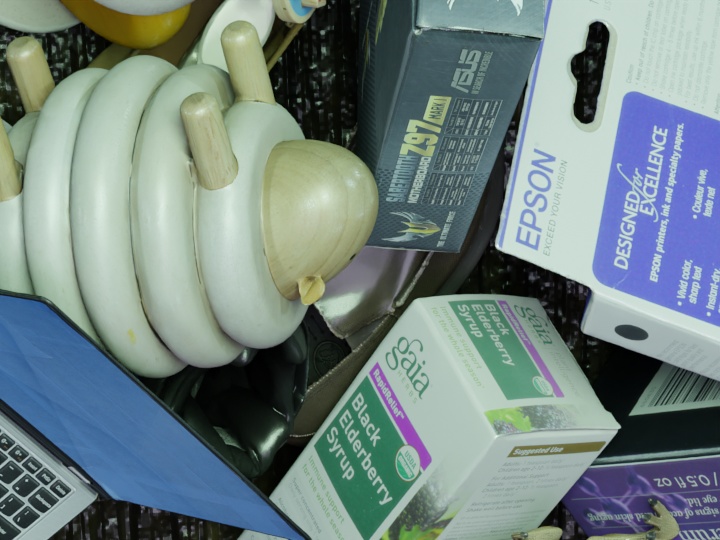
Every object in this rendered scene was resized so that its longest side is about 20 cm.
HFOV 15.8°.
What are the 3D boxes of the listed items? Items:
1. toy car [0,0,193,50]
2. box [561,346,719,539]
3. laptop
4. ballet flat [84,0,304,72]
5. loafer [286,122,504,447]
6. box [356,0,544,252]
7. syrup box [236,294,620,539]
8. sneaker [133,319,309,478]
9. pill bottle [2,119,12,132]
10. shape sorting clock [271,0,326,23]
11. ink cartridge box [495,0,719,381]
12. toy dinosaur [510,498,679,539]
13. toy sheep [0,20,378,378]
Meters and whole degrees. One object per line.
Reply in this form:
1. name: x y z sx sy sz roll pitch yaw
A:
1. toy car: -0.112 -0.194 1.022 0.150 0.175 0.200 -46 112 -20
2. box: 0.203 0.119 1.158 0.148 0.104 0.200 -12 122 49
3. laptop: -0.162 0.092 1.043 0.200 0.116 0.187 -39 131 5
4. ballet flat: -0.082 -0.077 1.113 0.068 0.063 0.200 31 110 -15
5. loafer: 0.000 0.000 1.133 0.073 0.071 0.201 36 117 30
6. box: 0.032 -0.116 0.999 0.051 0.159 0.200 3 159 -5
7. syrup box: 0.020 0.105 1.155 0.081 0.079 0.200 -1 138 -41
8. sneaker: -0.089 0.060 1.129 0.076 0.112 0.200 6 134 -40
9. pill bottle: -0.218 0.024 1.122 0.119 0.120 0.201 26 112 -14
10. shape sorting clock: -0.009 -0.193 0.988 0.039 0.200 0.201 13 114 6
11. ink cartridge box: 0.154 -0.049 1.073 0.199 0.199 0.043 21 149 -12
12. toy dinosaur: 0.097 0.139 1.134 0.101 0.059 0.199 -17 151 40
13. toy sheep: -0.087 -0.023 1.012 0.199 0.138 0.139 0 117 21
